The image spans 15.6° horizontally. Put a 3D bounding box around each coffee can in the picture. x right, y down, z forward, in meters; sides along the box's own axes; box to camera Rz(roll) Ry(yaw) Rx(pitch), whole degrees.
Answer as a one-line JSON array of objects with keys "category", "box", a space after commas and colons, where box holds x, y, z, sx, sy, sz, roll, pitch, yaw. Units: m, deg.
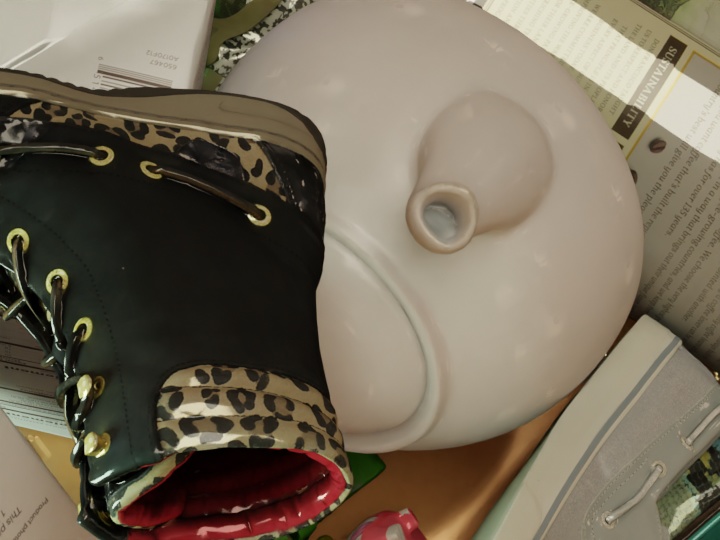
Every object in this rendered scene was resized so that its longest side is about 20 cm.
[{"category": "coffee can", "box": [0.124, -0.057, 1.101, 0.200, 0.146, 0.147, 32, 72, 2]}]

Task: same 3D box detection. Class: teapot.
[{"category": "teapot", "box": [0.000, 0.000, 1.010, 0.197, 0.201, 0.146, 17, 47, 32]}]

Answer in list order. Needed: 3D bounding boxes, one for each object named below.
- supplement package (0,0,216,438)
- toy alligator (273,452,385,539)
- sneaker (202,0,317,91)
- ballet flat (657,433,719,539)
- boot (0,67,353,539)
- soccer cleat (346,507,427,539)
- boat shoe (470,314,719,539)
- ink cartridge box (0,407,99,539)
[{"category": "supplement package", "box": [-0.145, -0.038, 1.027, 0.150, 0.200, 0.152, 13, 72, -3]}, {"category": "toy alligator", "box": [-0.028, 0.096, 1.081, 0.200, 0.054, 0.059, -38, 82, -17]}, {"category": "sneaker", "box": [-0.078, -0.105, 1.130, 0.199, 0.077, 0.089, -9, 84, -8]}, {"category": "ballet flat", "box": [0.097, 0.121, 1.094, 0.200, 0.074, 0.074, -36, 81, -19]}, {"category": "boot", "box": [-0.102, 0.012, 0.848, 0.202, 0.074, 0.154, 0, 49, -12]}, {"category": "soccer cleat", "box": [-0.004, 0.158, 1.020, 0.076, 0.200, 0.067, -32, 107, 18]}, {"category": "boat shoe", "box": [0.090, 0.097, 1.011, 0.071, 0.070, 0.201, 37, 49, 4]}, {"category": "ink cartridge box", "box": [-0.158, 0.112, 0.961, 0.144, 0.200, 0.084, 20, 61, 41]}]
